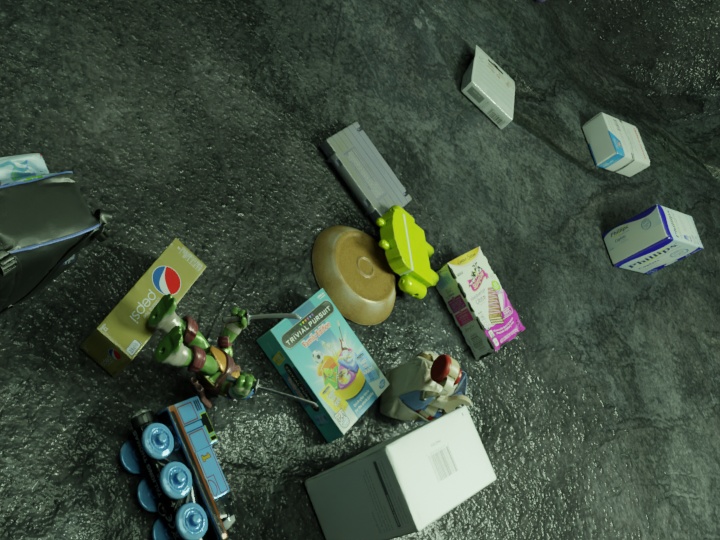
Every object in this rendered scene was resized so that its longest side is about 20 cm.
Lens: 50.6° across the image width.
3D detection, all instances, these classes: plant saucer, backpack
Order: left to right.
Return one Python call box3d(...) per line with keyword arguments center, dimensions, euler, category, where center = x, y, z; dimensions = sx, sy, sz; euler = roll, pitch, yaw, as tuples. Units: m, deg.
box3d(center=(-0.430, -0.037, 0.902), dimensions=(0.149, 0.199, 0.182), euler=(56, 39, 3), category="backpack")
box3d(center=(0.000, 0.000, 1.408), dimensions=(0.197, 0.035, 0.204), euler=(24, 51, -32), category="plant saucer")

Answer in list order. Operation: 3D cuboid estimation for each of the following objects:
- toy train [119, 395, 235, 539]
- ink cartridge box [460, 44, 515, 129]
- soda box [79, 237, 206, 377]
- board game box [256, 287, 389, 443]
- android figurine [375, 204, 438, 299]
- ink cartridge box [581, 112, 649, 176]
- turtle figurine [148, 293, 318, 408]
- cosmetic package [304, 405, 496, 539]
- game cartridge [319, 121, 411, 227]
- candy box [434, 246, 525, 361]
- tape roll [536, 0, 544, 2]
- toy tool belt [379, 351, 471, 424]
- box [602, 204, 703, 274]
box3d(center=(-0.229, 0.268, 0.989), dimensions=(0.113, 0.086, 0.203), euler=(-15, 75, -53), category="toy train")
box3d(center=(0.344, -0.494, 2.043), dimensions=(0.159, 0.047, 0.202), euler=(37, 40, -20), category="ink cartridge box")
box3d(center=(-0.300, 0.048, 1.069), dimensions=(0.064, 0.067, 0.201), euler=(43, 43, -12), category="soda box")
box3d(center=(-0.057, 0.152, 1.249), dimensions=(0.202, 0.047, 0.151), euler=(55, 41, -2), category="board game box")
box3d(center=(0.089, -0.040, 1.475), dimensions=(0.199, 0.040, 0.186), euler=(29, 47, -52), category="android figurine")
box3d(center=(0.794, -0.388, 2.363), dimensions=(0.197, 0.085, 0.150), euler=(9, 60, -41), category="ink cartridge box")
box3d(center=(-0.177, 0.100, 1.035), dimensions=(0.193, 0.197, 0.147), euler=(37, 51, -43), category="turtle figurine")
box3d(center=(0.059, 0.315, 1.142), dimensions=(0.197, 0.199, 0.125), euler=(-13, 76, -46), category="cosmetic package")
box3d(center=(0.011, -0.195, 1.544), dimensions=(0.202, 0.038, 0.129), euler=(54, 45, -3), category="game cartridge")
box3d(center=(0.244, 0.065, 1.578), dimensions=(0.135, 0.061, 0.203), euler=(-24, 82, -47), category="candy box")
box3d(center=(0.629, -0.987, 2.498), dimensions=(0.085, 0.199, 0.202), euler=(38, 44, -17), category="tape roll")
box3d(center=(0.128, 0.203, 1.282), dimensions=(0.121, 0.199, 0.127), euler=(29, 56, -23), category="toy tool belt")
box3d(center=(0.811, -0.081, 2.115), dimensions=(0.197, 0.183, 0.107), euler=(9, 60, -38), category="box")
